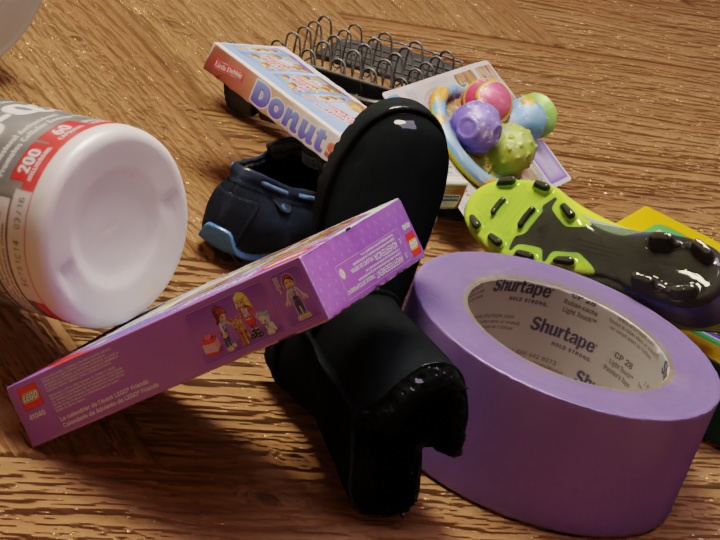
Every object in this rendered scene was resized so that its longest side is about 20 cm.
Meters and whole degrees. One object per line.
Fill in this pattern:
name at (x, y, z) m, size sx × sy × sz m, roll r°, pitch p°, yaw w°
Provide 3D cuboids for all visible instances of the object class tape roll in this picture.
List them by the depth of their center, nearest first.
tape roll at (0.113, 0.073, 1.603) m, size 0.199 × 0.085 × 0.200 m, roll 18°, pitch 22°, yaw -7°

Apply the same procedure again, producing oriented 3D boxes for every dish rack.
dish rack at (-0.001, -0.151, 2.007) m, size 0.153 × 0.055 × 0.200 m, roll 19°, pitch 29°, yaw 24°

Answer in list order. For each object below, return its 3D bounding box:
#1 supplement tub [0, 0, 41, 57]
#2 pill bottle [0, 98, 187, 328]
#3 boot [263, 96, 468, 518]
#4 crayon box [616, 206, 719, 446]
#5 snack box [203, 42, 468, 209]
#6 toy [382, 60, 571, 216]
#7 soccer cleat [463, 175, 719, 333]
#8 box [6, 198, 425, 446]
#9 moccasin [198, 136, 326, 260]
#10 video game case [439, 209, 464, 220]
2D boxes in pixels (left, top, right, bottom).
supplement tub at (-0.330, -0.235, 1.850) m, size 0.200 × 0.145 × 0.144 m, roll 34°, pitch 26°, yaw 29°
pill bottle at (-0.204, -0.040, 1.494) m, size 0.200 × 0.114 × 0.114 m, roll 14°, pitch 13°, yaw 41°
boot at (0.022, 0.022, 1.496) m, size 0.076 × 0.201 × 0.168 m, roll 14°, pitch 20°, yaw -30°
crayon box at (0.224, 0.036, 1.816) m, size 0.172 × 0.058 × 0.200 m, roll 27°, pitch 25°, yaw 20°
snack box at (-0.018, -0.100, 1.784) m, size 0.072 × 0.024 × 0.200 m, roll -2°, pitch 32°, yaw -47°
toy at (0.101, -0.107, 1.945) m, size 0.115 × 0.047 × 0.200 m, roll 55°, pitch 24°, yaw 5°
soccer cleat at (0.156, -0.004, 1.726) m, size 0.200 × 0.065 × 0.084 m, roll 20°, pitch -21°, yaw 30°
box at (-0.077, 0.028, 1.428) m, size 0.039 × 0.200 × 0.137 m, roll 65°, pitch 27°, yaw -3°
moccasin at (-0.039, -0.056, 1.784) m, size 0.080 × 0.068 × 0.200 m, roll 24°, pitch 19°, yaw 12°
video game case at (0.052, -0.090, 2.012) m, size 0.142 × 0.019 × 0.200 m, roll 13°, pitch 24°, yaw -17°
